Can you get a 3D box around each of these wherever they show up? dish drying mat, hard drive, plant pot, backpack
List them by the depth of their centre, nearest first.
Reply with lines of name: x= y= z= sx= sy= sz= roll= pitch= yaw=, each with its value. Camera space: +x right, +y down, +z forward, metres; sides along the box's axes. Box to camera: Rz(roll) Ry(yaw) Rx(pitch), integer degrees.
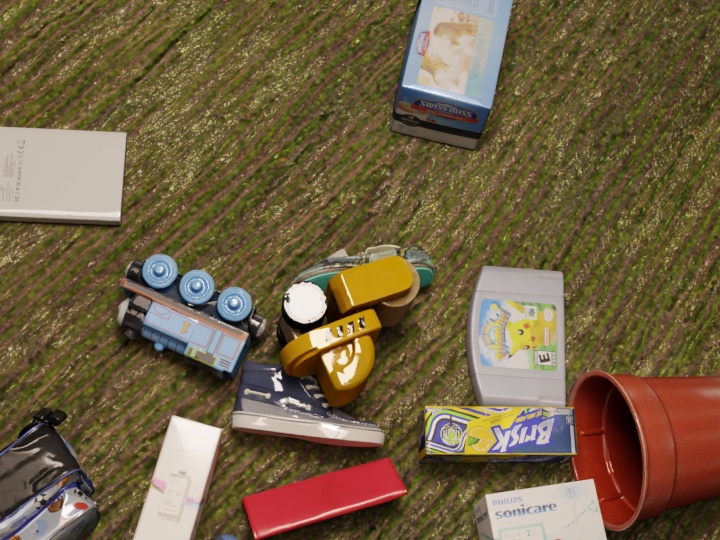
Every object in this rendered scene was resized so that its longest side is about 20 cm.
backpack: x=-0.392 y=0.277 z=1.400 sx=0.199 sy=0.191 sz=0.154 roll=-33 pitch=83 yaw=-13
dish drying mat: x=-0.045 y=0.287 z=1.510 sx=0.199 sy=0.018 sz=0.077 roll=-14 pitch=30 yaw=-12
plant pot: x=0.395 y=0.218 z=1.526 sx=0.194 sy=0.201 sz=0.202 roll=-4 pitch=70 yaw=-17
hard drive: x=-0.423 y=-0.130 z=1.630 sx=0.199 sy=0.026 sz=0.133 roll=2 pitch=70 yaw=-6

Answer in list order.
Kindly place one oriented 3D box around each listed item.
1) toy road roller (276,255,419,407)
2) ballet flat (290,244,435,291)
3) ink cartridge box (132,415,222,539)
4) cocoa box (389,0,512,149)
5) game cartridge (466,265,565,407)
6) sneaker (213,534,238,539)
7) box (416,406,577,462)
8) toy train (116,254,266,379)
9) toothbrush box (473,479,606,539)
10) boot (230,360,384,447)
toy road roller: x=-0.008 y=0.082 z=1.514 sx=0.199 sy=0.123 sz=0.147 roll=-20 pitch=72 yaw=-16
ballet flat: x=0.000 y=0.000 z=1.622 sx=0.199 sy=0.074 sz=0.075 roll=-4 pitch=71 yaw=-10
ink cartridge box: x=-0.226 y=0.290 z=1.453 sx=0.067 sy=0.117 sz=0.201 roll=16 pitch=70 yaw=-1
cocoa box: x=0.129 y=-0.300 z=1.703 sx=0.133 sy=0.131 sz=0.201 roll=14 pitch=69 yaw=-2
game cartridge: x=0.210 y=0.092 z=1.623 sx=0.132 sy=0.041 sz=0.201 roll=3 pitch=70 yaw=-2
sneaker: x=-0.093 y=0.379 z=1.464 sx=0.200 sy=0.074 sz=0.082 roll=37 pitch=66 yaw=1
box: x=0.176 y=0.214 z=1.554 sx=0.199 sy=0.070 sz=0.065 roll=1 pitch=72 yaw=-6
toy train: x=-0.225 y=0.059 z=1.556 sx=0.199 sy=0.087 sz=0.115 roll=24 pitch=75 yaw=2
toothbrush box: x=0.235 y=0.374 z=1.496 sx=0.145 sy=0.085 sz=0.201 roll=-5 pitch=69 yaw=-9
boot: x=-0.063 y=0.171 z=1.538 sx=0.199 sy=0.073 sz=0.091 roll=9 pitch=75 yaw=-3
